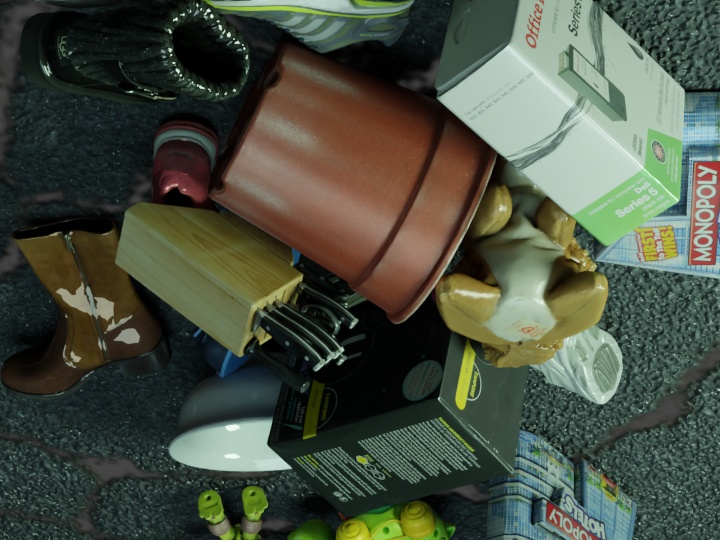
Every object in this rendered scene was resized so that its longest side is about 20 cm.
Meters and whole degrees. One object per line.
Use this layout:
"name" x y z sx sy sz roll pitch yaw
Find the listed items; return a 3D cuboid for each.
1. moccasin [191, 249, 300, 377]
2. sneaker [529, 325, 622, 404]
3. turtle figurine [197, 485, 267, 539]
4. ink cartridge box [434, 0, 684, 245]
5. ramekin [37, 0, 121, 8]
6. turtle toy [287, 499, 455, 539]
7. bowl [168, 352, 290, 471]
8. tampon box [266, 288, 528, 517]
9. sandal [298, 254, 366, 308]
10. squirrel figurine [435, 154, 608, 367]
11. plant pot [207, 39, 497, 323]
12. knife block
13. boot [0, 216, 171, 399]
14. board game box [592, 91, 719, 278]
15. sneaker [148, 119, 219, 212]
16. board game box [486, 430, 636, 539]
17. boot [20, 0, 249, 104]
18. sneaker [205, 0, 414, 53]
"moccasin" -0.120 0.020 1.598 0.068 0.080 0.200 42 127 16
"sneaker" 0.178 0.051 1.621 0.099 0.078 0.201 4 133 38
"turtle figurine" -0.132 0.324 1.969 0.199 0.065 0.162 5 132 10
"ink cartridge box" 0.164 -0.142 1.333 0.200 0.146 0.084 39 130 -23
"ramekin" -0.221 -0.290 1.266 0.201 0.095 0.203 4 138 3
"turtle toy" 0.011 0.313 1.901 0.199 0.101 0.146 -14 129 -1
"bowl" -0.099 0.141 1.718 0.200 0.091 0.201 -3 160 -1
"tampon box" 0.038 0.118 1.562 0.199 0.150 0.126 -20 130 32
"sandal" 0.001 0.001 1.584 0.200 0.080 0.057 -21 157 30
"squirrel figurine" 0.139 -0.024 1.458 0.141 0.188 0.200 -6 150 7
"plant pot" -0.012 -0.088 1.411 0.194 0.201 0.201 26 135 -10
"knife block" -0.107 0.028 1.435 0.199 0.176 0.064 7 129 -15
"boot" -0.303 0.040 1.666 0.187 0.069 0.201 -6 136 14
"board game box" 0.306 -0.066 1.482 0.199 0.062 0.201 -2 138 7
"sneaker" -0.171 -0.044 1.542 0.073 0.087 0.201 5 139 2
"board game box" 0.219 0.296 1.783 0.062 0.201 0.200 -27 129 32
"boot" -0.144 -0.170 1.308 0.157 0.211 0.080 0 99 31
"sneaker" -0.051 -0.214 1.352 0.199 0.074 0.081 6 143 3
